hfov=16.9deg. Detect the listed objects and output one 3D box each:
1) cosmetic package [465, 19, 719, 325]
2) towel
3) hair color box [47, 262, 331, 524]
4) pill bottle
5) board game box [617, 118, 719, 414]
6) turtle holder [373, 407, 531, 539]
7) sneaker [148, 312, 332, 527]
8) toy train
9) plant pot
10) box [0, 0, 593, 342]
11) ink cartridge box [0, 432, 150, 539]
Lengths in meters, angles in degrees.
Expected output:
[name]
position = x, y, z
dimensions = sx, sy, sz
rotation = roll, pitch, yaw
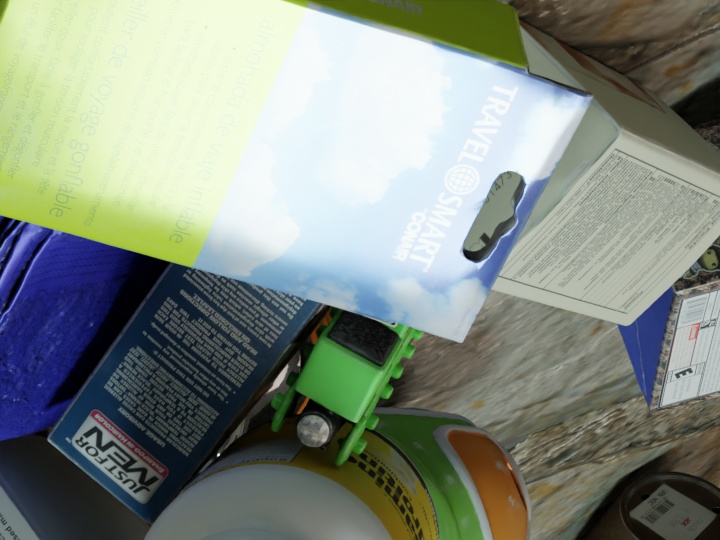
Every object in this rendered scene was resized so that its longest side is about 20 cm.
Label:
[cosmetic package]
position = 0.102, -0.044, 1.183
dimensions = 0.103, 0.087, 0.200
rotation = -47, 156, 12
[towel]
position = -0.116, -0.004, 0.959
dimensions = 0.147, 0.050, 0.200
rotation = -4, 138, -54
[hair color box]
position = -0.040, 0.002, 0.987
dimensions = 0.200, 0.060, 0.100
rotation = -52, 178, 32
[pill bottle]
position = -0.031, 0.126, 0.972
dimensions = 0.112, 0.112, 0.200
rotation = -45, 180, 10
[board game box]
position = 0.248, -0.017, 1.368
dimensions = 0.199, 0.097, 0.160
rotation = -14, 153, -7
[turtle holder]
position = 0.014, 0.153, 1.336
dimensions = 0.131, 0.141, 0.186
rotation = -19, 148, -44
[sneaker]
position = -0.082, 0.081, 1.152
dimensions = 0.077, 0.078, 0.201
rotation = -2, 134, -37
[toy train]
position = 0.004, 0.026, 1.023
dimensions = 0.057, 0.042, 0.200
rotation = -63, 178, 18
[plant pot]
position = 0.225, 0.257, 1.850
dimensions = 0.186, 0.187, 0.201
rotation = -25, 138, -33
[box]
position = -0.035, -0.054, 0.840
dimensions = 0.199, 0.048, 0.122
rotation = 15, 126, -16
[ink cartridge box]
position = -0.183, 0.186, 1.074
dimensions = 0.200, 0.145, 0.145
rotation = -43, 158, 7
